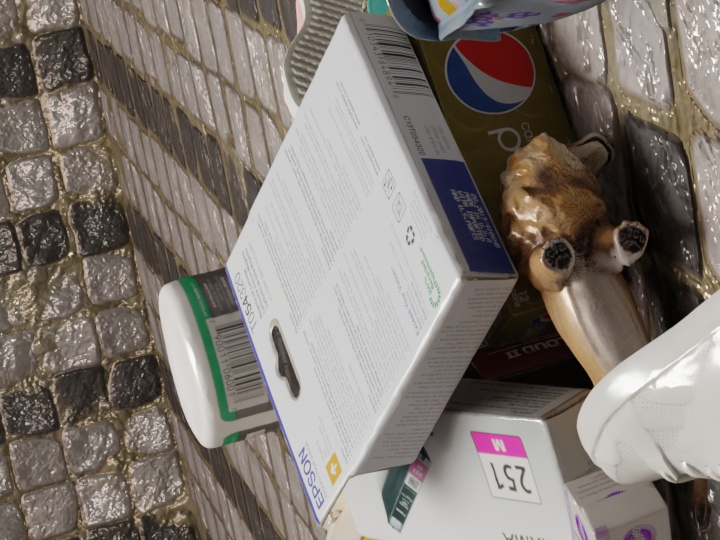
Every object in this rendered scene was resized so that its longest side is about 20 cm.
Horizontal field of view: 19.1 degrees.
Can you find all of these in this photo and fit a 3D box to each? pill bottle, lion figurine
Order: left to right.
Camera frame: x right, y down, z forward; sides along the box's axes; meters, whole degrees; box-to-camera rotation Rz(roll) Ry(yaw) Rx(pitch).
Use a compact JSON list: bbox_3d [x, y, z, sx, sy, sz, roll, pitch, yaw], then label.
[{"bbox_3d":[-0.024,0.038,1.410,0.113,0.199,0.114,166,90,-77],"label":"pill bottle"},{"bbox_3d":[0.123,0.027,1.057,0.122,0.072,0.201,-169,61,-84],"label":"lion figurine"}]

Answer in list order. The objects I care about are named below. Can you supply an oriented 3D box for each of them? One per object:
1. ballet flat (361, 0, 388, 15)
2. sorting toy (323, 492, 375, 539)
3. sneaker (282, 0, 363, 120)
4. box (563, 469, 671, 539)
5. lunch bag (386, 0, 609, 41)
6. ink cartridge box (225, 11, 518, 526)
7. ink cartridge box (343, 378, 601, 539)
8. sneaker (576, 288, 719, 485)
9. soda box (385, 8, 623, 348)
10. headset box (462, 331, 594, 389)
[{"bbox_3d":[0.049,-0.086,1.295,0.075,0.067,0.201,53,-160,-62],"label":"ballet flat"},{"bbox_3d":[0.056,0.217,1.358,0.180,0.107,0.200,37,-158,-9],"label":"sorting toy"},{"bbox_3d":[-0.010,-0.123,1.414,0.201,0.075,0.105,-93,-3,-51],"label":"sneaker"},{"bbox_3d":[0.137,0.181,1.069,0.039,0.041,0.201,-119,14,-50],"label":"box"},{"bbox_3d":[0.062,-0.192,0.956,0.200,0.126,0.171,-161,59,-83],"label":"lunch bag"},{"bbox_3d":[0.000,0.000,1.155,0.200,0.043,0.197,-63,37,40],"label":"ink cartridge box"},{"bbox_3d":[0.071,0.144,1.172,0.199,0.043,0.174,1,114,52],"label":"ink cartridge box"},{"bbox_3d":[0.160,0.081,0.893,0.200,0.073,0.116,127,129,-59],"label":"sneaker"},{"bbox_3d":[0.076,-0.065,1.160,0.064,0.067,0.201,115,139,-70],"label":"soda box"},{"bbox_3d":[0.086,0.084,1.264,0.200,0.075,0.149,-127,25,-61],"label":"headset box"}]
